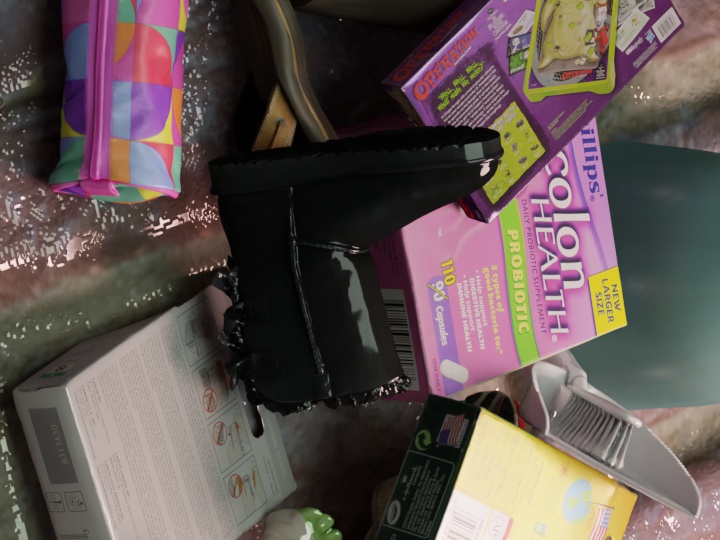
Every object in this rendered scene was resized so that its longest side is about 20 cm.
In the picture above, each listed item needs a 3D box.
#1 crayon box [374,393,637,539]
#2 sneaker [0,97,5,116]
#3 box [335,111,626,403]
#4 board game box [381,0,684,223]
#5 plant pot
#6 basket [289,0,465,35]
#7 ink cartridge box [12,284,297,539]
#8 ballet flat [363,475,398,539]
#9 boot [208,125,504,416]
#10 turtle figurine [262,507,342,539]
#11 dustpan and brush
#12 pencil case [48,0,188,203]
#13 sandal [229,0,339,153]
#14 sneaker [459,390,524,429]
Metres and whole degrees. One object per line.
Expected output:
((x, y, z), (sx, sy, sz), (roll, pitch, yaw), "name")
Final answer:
((0.095, 0.173, 1.743), (0.200, 0.051, 0.127), (31, 76, -46), "crayon box")
((-0.268, -0.122, 1.484), (0.114, 0.076, 0.200), (-28, 115, -42), "sneaker")
((0.070, -0.022, 1.786), (0.200, 0.097, 0.177), (-19, 104, -42), "box")
((0.114, -0.140, 1.708), (0.200, 0.032, 0.120), (-44, 126, -17), "board game box")
((0.250, 0.006, 1.912), (0.200, 0.161, 0.201), (-1, 92, -42), "plant pot")
((0.033, -0.225, 1.726), (0.200, 0.136, 0.181), (-6, 83, -39), "basket")
((-0.125, 0.108, 1.657), (0.200, 0.050, 0.161), (-39, 118, -56), "ink cartridge box")
((0.023, 0.233, 1.771), (0.068, 0.067, 0.201), (17, 81, -48), "ballet flat")
((0.000, 0.000, 1.642), (0.073, 0.198, 0.163), (-64, 145, -76), "boot")
((-0.032, 0.246, 1.644), (0.144, 0.200, 0.194), (36, 44, -11), "turtle figurine")
((0.152, 0.091, 1.818), (0.139, 0.200, 0.057), (29, 92, -25), "dustpan and brush")
((-0.145, -0.141, 1.593), (0.088, 0.088, 0.201), (0, 91, -43), "pencil case")
((-0.056, -0.095, 1.683), (0.054, 0.082, 0.201), (-23, 109, -23), "sandal")
((0.081, 0.181, 1.832), (0.085, 0.077, 0.201), (7, 93, -54), "sneaker")
